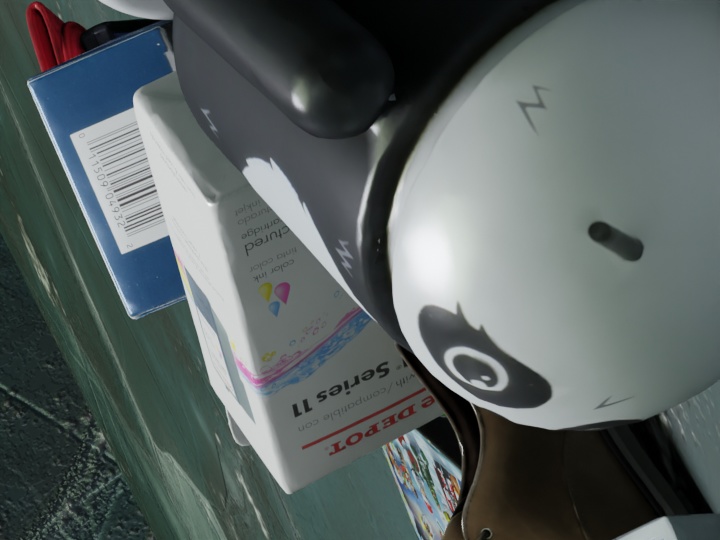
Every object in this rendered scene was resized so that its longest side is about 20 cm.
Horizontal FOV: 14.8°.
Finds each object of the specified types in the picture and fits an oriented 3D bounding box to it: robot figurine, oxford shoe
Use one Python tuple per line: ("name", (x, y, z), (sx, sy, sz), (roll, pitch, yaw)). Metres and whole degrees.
("robot figurine", (0.029, -0.046, 0.695), (0.200, 0.150, 0.125), (47, 150, 41))
("oxford shoe", (0.072, 0.094, 0.941), (0.200, 0.084, 0.073), (62, 167, 11))

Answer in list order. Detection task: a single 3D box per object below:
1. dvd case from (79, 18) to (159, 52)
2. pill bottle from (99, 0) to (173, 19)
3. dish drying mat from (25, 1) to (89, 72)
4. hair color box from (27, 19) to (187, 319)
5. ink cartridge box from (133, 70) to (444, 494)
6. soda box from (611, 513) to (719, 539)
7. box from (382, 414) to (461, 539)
("dvd case", (-0.062, -0.047, 1.248), (0.143, 0.018, 0.200), (66, -166, 0))
("pill bottle", (-0.095, -0.193, 1.048), (0.200, 0.112, 0.112), (56, 166, 41))
("dish drying mat", (-0.089, -0.051, 1.228), (0.200, 0.018, 0.077), (42, -153, -62))
("hair color box", (-0.059, -0.055, 1.109), (0.200, 0.060, 0.100), (-46, -66, -74))
("ink cartridge box", (0.000, 0.000, 0.987), (0.067, 0.117, 0.200), (53, 164, 39))
("soda box", (0.118, 0.172, 0.809), (0.068, 0.063, 0.200), (6, -122, -53))
("box", (0.065, 0.121, 1.148), (0.137, 0.040, 0.200), (68, 169, -19))
